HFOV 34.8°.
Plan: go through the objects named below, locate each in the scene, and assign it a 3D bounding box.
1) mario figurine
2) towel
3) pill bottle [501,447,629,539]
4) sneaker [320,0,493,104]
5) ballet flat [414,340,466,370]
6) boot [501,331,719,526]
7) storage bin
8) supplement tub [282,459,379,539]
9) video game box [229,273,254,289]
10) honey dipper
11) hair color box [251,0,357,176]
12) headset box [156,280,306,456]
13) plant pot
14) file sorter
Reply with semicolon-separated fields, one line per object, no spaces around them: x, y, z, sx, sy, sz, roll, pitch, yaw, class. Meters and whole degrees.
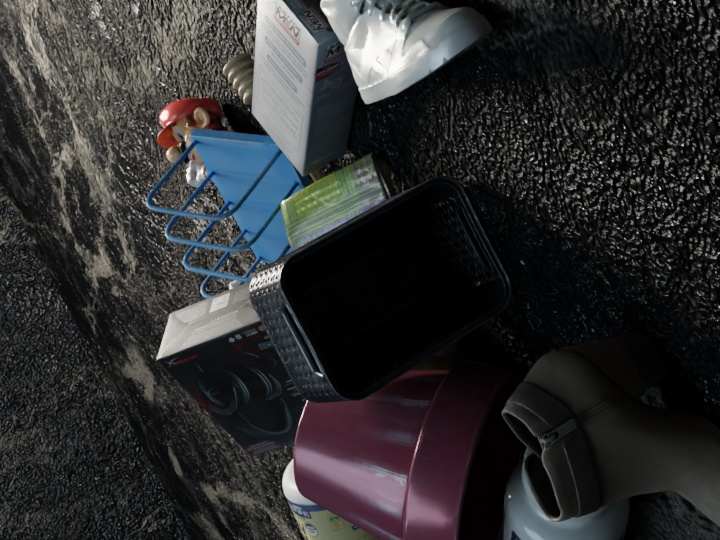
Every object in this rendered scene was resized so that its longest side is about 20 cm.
-0.184;-0.126;1.403;0.200;0.106;0.124;44;124;20;mario figurine
0.000;0.000;1.154;0.143;0.023;0.201;-24;84;33;towel
0.185;0.232;1.047;0.111;0.111;0.201;43;152;36;pill bottle
0.024;-0.206;0.925;0.116;0.073;0.200;62;159;-10;sneaker
0.051;0.043;1.177;0.200;0.070;0.071;52;156;20;ballet flat
0.199;0.146;0.873;0.201;0.146;0.070;58;155;6;boot
0.018;0.018;1.032;0.136;0.199;0.094;62;157;-4;storage bin
-0.007;0.333;1.523;0.144;0.144;0.201;14;129;60;supplement tub
-0.123;0.128;1.656;0.200;0.047;0.183;53;154;20;video game box
-0.080;-0.152;1.260;0.200;0.038;0.038;54;156;9;honey dipper
-0.053;-0.195;1.116;0.099;0.060;0.200;51;156;21;hair color box
-0.100;0.112;1.253;0.148;0.078;0.200;-20;126;24;headset box
0.042;0.175;1.088;0.178;0.200;0.201;10;134;21;plant pot
-0.124;-0.038;1.271;0.138;0.123;0.201;10;141;35;file sorter
